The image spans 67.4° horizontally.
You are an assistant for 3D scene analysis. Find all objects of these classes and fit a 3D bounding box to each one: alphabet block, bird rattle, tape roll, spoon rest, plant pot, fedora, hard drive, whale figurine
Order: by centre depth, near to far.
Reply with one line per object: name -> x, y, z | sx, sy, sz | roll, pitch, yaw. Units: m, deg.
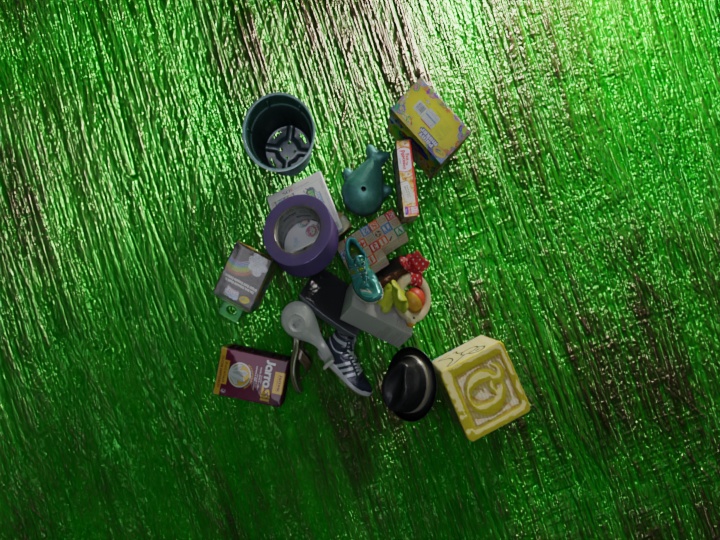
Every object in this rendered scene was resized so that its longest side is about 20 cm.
tape roll -> -0.159, -0.094, 1.457 | 0.191, 0.085, 0.208 | -4, 68, 10
bird rattle -> 0.132, 0.056, 1.476 | 0.201, 0.111, 0.166 | -48, 113, -39
alphabet block -> 0.320, 0.313, 1.479 | 0.190, 0.200, 0.202 | -27, 89, -1
fedora -> 0.119, 0.317, 1.489 | 0.195, 0.090, 0.210 | -2, 87, 41
spoon rest -> -0.143, 0.177, 1.495 | 0.098, 0.061, 0.202 | -37, 91, 10
plant pot -> -0.212, -0.357, 1.499 | 0.191, 0.196, 0.210 | 0, 88, 1
hard drive -> -0.071, 0.092, 1.531 | 0.197, 0.043, 0.136 | 35, 49, -2
whale figurine -> 0.021, -0.259, 1.544 | 0.154, 0.104, 0.207 | 23, 88, 1

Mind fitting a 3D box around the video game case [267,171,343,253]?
video game case -> -0.160, -0.162, 1.541 | 0.177, 0.024, 0.205 | -24, 67, 2

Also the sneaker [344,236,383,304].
sneaker -> 0.000, 0.000, 1.430 | 0.075, 0.081, 0.204 | -22, 58, -8

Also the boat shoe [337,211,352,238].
boat shoe -> -0.117, -0.093, 1.558 | 0.198, 0.074, 0.070 | -38, 85, -9

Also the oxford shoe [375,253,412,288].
oxford shoe -> 0.095, 0.016, 1.565 | 0.195, 0.072, 0.073 | -29, 118, -3

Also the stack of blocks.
stack of blocks -> 0.039, -0.067, 1.540 | 0.196, 0.059, 0.117 | -32, 65, -1

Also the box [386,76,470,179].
box -> 0.184, -0.389, 1.505 | 0.122, 0.193, 0.201 | -43, 88, -2

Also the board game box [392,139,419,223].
board game box -> 0.125, -0.245, 1.521 | 0.044, 0.152, 0.209 | -6, 89, 0

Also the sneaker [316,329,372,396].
sneaker -> -0.023, 0.258, 1.535 | 0.199, 0.070, 0.109 | 41, 101, 4

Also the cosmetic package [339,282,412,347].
cosmetic package -> 0.050, 0.115, 1.499 | 0.195, 0.085, 0.110 | 27, 49, -13

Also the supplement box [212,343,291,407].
supplement box -> -0.301, 0.295, 1.525 | 0.192, 0.103, 0.137 | 11, 87, 0

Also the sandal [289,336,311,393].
sandal -> -0.166, 0.247, 1.537 | 0.055, 0.080, 0.210 | 4, 87, 4

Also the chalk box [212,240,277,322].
chalk box -> -0.330, 0.040, 1.524 | 0.121, 0.124, 0.206 | 26, 89, 0
